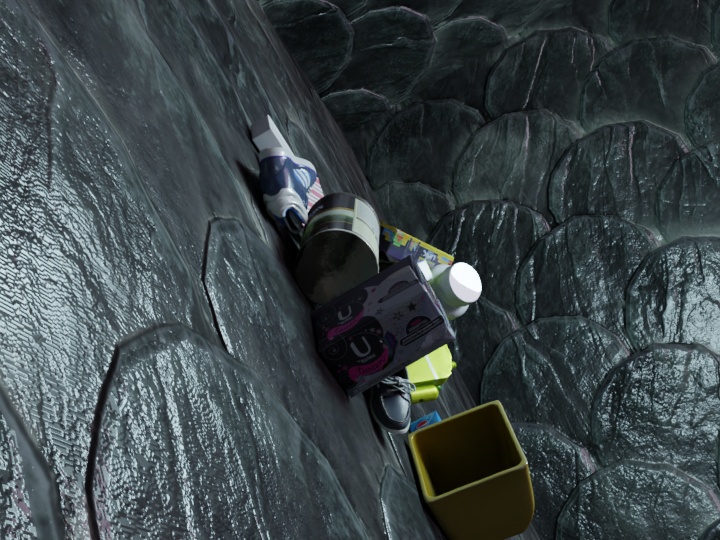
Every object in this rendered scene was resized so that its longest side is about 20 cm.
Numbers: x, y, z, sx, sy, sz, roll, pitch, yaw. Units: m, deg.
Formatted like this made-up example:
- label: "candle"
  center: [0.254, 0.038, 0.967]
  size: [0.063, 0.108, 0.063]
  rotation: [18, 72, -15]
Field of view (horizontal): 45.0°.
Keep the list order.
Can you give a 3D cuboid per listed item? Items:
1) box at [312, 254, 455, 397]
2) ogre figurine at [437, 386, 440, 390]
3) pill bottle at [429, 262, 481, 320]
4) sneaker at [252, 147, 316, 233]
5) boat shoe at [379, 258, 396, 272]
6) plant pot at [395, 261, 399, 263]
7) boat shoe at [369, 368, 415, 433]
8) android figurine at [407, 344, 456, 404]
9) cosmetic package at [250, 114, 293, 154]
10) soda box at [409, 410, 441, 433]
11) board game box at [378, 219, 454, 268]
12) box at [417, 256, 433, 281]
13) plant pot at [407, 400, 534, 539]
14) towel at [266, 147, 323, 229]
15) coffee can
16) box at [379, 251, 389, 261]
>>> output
- label: "box"
  center: [0.034, 0.089, 1.429]
  size: [0.115, 0.199, 0.132]
  rotation: [56, 8, -27]
- label: "ogre figurine"
  center: [0.082, 0.180, 1.804]
  size: [0.198, 0.099, 0.120]
  rotation: [20, -1, 6]
- label: "pill bottle"
  center: [0.151, 0.054, 1.753]
  size: [0.111, 0.200, 0.113]
  rotation: [13, 64, -29]
- label: "sneaker"
  center: [-0.128, -0.132, 1.600]
  size: [0.200, 0.080, 0.148]
  rotation: [28, 51, -72]
- label: "boat shoe"
  center: [0.001, 0.002, 1.740]
  size: [0.199, 0.063, 0.074]
  rotation: [7, 63, -46]
- label: "plant pot"
  center: [0.121, 0.110, 2.106]
  size: [0.184, 0.198, 0.201]
  rotation: [77, -6, -46]
- label: "boat shoe"
  center: [0.059, 0.208, 1.549]
  size: [0.201, 0.074, 0.062]
  rotation: [-88, -166, -60]
- label: "android figurine"
  center: [0.097, 0.175, 1.703]
  size: [0.183, 0.198, 0.041]
  rotation: [64, -36, 31]
- label: "cosmetic package"
  center: [-0.161, -0.223, 1.841]
  size: [0.201, 0.050, 0.083]
  rotation: [57, 6, -30]
- label: "soda box"
  center: [0.177, 0.396, 1.802]
  size: [0.201, 0.067, 0.064]
  rotation: [59, 8, -17]
- label: "board game box"
  center: [0.073, -0.057, 1.807]
  size: [0.199, 0.057, 0.165]
  rotation: [23, 6, -45]
- label: "box"
  center: [0.048, 0.039, 1.667]
  size: [0.199, 0.122, 0.048]
  rotation: [-22, 82, -44]
- label: "plant pot"
  center: [0.224, 0.407, 1.648]
  size: [0.195, 0.194, 0.201]
  rotation: [-106, 173, -61]
- label: "towel"
  center: [-0.125, -0.148, 1.730]
  size: [0.146, 0.030, 0.201]
  rotation: [31, 30, -40]
- label: "coffee can"
  center: [-0.037, -0.039, 1.562]
  size: [0.147, 0.145, 0.200]
  rotation: [59, 13, -19]
- label: "box"
  center: [-0.020, -0.031, 1.841]
  size: [0.200, 0.049, 0.162]
  rotation: [-30, 94, -59]
